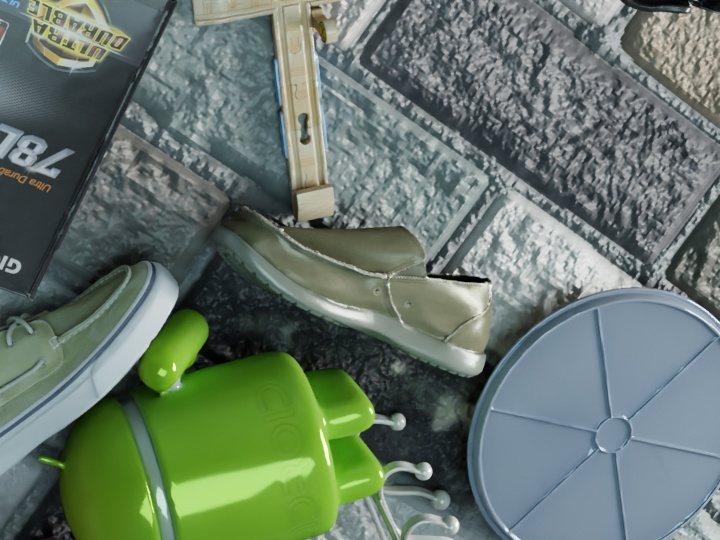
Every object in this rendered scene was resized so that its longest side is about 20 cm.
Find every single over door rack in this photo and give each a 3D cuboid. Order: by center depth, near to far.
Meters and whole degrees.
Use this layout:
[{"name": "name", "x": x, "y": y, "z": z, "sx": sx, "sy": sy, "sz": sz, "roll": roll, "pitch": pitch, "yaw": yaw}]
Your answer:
[{"name": "over door rack", "x": 0.046, "y": 0.206, "z": 1.478, "sx": 0.066, "sy": 0.148, "sz": 0.201, "roll": -12, "pitch": 115, "yaw": -8}]

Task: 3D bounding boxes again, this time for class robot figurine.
[{"name": "robot figurine", "x": -0.090, "y": 0.118, "z": 1.408, "sx": 0.199, "sy": 0.116, "sz": 0.177, "roll": -15, "pitch": 114, "yaw": -13}]

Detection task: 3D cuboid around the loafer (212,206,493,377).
[{"name": "loafer", "x": 0.000, "y": 0.000, "z": 1.424, "sx": 0.199, "sy": 0.075, "sz": 0.070, "roll": 24, "pitch": 91, "yaw": -31}]

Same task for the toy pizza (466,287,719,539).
[{"name": "toy pizza", "x": 0.160, "y": 0.101, "z": 1.539, "sx": 0.199, "sy": 0.032, "sz": 0.202, "roll": -8, "pitch": 115, "yaw": -17}]

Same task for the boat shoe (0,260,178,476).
[{"name": "boat shoe", "x": -0.194, "y": 0.059, "z": 1.374, "sx": 0.200, "sy": 0.072, "sz": 0.062, "roll": -42, "pitch": 113, "yaw": 2}]

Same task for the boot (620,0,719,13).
[{"name": "boot", "x": 0.123, "y": -0.185, "z": 1.348, "sx": 0.198, "sy": 0.132, "sz": 0.070, "roll": -8, "pitch": 115, "yaw": -17}]

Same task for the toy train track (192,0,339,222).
[{"name": "toy train track", "x": -0.035, "y": -0.120, "z": 1.376, "sx": 0.114, "sy": 0.033, "sz": 0.201, "roll": -12, "pitch": 116, "yaw": -14}]

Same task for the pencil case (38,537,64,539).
[{"name": "pencil case", "x": -0.130, "y": 0.233, "z": 1.460, "sx": 0.199, "sy": 0.091, "sz": 0.094, "roll": 24, "pitch": 114, "yaw": -25}]

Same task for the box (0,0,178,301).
[{"name": "box", "x": -0.232, "y": -0.107, "z": 1.304, "sx": 0.199, "sy": 0.050, "sz": 0.199, "roll": 22, "pitch": 102, "yaw": -25}]
